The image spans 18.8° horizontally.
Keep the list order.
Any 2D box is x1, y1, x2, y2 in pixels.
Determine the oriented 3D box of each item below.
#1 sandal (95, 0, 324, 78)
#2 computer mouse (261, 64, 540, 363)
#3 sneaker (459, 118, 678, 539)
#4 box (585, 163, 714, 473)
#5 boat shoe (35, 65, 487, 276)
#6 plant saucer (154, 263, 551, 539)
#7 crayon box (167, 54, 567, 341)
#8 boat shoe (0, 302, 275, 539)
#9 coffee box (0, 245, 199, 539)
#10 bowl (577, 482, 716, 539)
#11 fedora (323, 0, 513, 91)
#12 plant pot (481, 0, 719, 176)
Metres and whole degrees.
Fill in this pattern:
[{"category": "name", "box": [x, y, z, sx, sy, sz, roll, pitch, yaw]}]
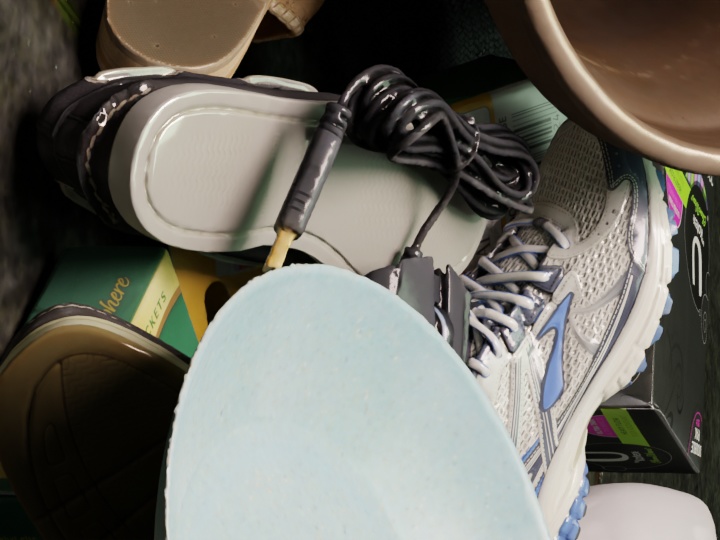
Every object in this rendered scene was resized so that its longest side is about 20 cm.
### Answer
[{"category": "sandal", "box": [-0.050, -0.114, 0.848, 0.212, 0.077, 0.070, -59, 175, -47]}, {"category": "computer mouse", "box": [0.003, 0.031, 0.751, 0.140, 0.046, 0.201, 32, 83, -58]}, {"category": "sneaker", "box": [0.060, 0.030, 0.852, 0.085, 0.077, 0.202, 17, 89, -32]}, {"category": "box", "box": [0.132, 0.005, 1.263, 0.149, 0.123, 0.202, 46, 47, -62]}, {"category": "boat shoe", "box": [-0.029, -0.032, 0.773, 0.199, 0.060, 0.074, 3, 103, -50]}, {"category": "plant saucer", "box": [-0.003, 0.099, 0.606, 0.201, 0.038, 0.202, 36, 44, -45]}, {"category": "crayon box", "box": [0.000, 0.000, 0.876, 0.199, 0.051, 0.127, -21, 113, -33]}, {"category": "boat shoe", "box": [-0.042, 0.074, 0.679, 0.201, 0.072, 0.066, 44, 13, -31]}, {"category": "coffee box", "box": [-0.076, 0.105, 0.754, 0.123, 0.044, 0.201, -68, 150, -48]}, {"category": "bowl", "box": [0.068, 0.195, 0.995, 0.074, 0.199, 0.201, 28, 54, -34]}, {"category": "fedora", "box": [0.044, -0.125, 1.005, 0.091, 0.200, 0.202, -22, 113, -38]}, {"category": "plant pot", "box": [0.113, -0.149, 0.855, 0.174, 0.199, 0.202, -151, -127, -67]}]
